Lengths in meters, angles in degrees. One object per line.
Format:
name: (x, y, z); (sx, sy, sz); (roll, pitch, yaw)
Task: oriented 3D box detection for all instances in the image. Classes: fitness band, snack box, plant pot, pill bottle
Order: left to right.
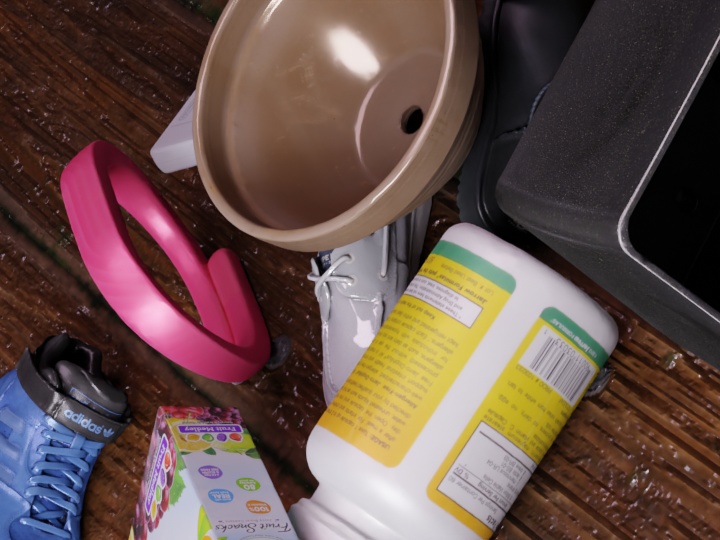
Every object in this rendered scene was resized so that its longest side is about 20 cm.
fitness band: (-0.123, -0.003, 1.681); (0.037, 0.143, 0.200); (-43, 37, 13)
snack box: (-0.089, 0.195, 1.473); (0.142, 0.053, 0.201); (-122, 39, -52)
plant pot: (0.004, -0.100, 1.563); (0.200, 0.092, 0.202); (-17, 64, 38)
pill bottle: (0.041, 0.085, 1.456); (0.200, 0.113, 0.113); (-57, 36, -6)
plant pot: (0.189, -0.053, 1.361); (0.177, 0.200, 0.200); (7, 65, 60)

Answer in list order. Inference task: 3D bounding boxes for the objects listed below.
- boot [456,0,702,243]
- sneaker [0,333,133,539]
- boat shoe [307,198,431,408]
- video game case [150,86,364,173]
boot: (0.140, -0.105, 1.543); (0.162, 0.073, 0.199); (-11, 59, 45)
sneaker: (-0.194, 0.120, 1.711); (0.111, 0.077, 0.200); (-46, 29, 23)
boat shoe: (0.000, 0.000, 1.609); (0.072, 0.068, 0.201); (-17, 48, 38)
video game case: (-0.025, -0.148, 1.752); (0.181, 0.024, 0.200); (-13, 33, 41)
